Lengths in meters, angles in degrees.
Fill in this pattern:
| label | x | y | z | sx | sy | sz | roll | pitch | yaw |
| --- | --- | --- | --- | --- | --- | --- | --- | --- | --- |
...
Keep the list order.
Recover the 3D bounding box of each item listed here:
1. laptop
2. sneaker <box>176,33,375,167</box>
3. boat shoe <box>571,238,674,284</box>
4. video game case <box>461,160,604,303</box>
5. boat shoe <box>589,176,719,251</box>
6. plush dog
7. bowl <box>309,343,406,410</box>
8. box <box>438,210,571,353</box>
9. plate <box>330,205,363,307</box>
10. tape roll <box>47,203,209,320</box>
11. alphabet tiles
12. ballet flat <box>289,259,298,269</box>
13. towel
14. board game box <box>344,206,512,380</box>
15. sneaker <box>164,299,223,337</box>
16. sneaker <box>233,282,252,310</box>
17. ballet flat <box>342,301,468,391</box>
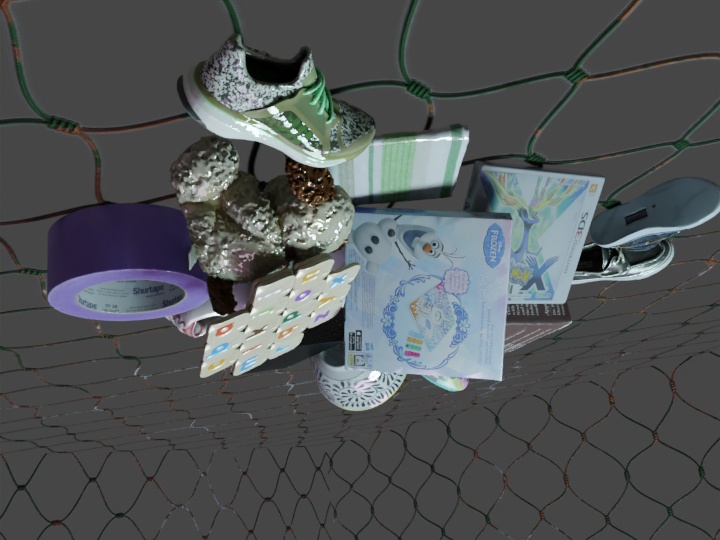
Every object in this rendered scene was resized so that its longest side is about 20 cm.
| label | x | y | z | sx | sy | sz | roll | pitch | yaw |
| --- | --- | --- | --- | --- | --- | --- | --- | --- | --- |
| laptop | -0.101 | 0.091 | 1.199 | 0.103 | 0.202 | 0.176 | 37 | 140 | -24 |
| sneaker | -0.054 | -0.150 | 0.635 | 0.198 | 0.078 | 0.088 | 5 | 149 | -40 |
| boat shoe | 0.415 | -0.018 | 1.204 | 0.197 | 0.072 | 0.064 | -13 | 162 | 19 |
| video game case | 0.210 | -0.043 | 0.937 | 0.197 | 0.185 | 0.022 | 1 | -157 | -26 |
| boat shoe | 0.440 | -0.079 | 1.054 | 0.090 | 0.072 | 0.199 | 6 | 163 | -39 |
| plush dog | -0.089 | -0.049 | 0.776 | 0.169 | 0.163 | 0.200 | -15 | 160 | 2 |
| bowl | -0.019 | 0.136 | 1.269 | 0.198 | 0.204 | 0.094 | -15 | 157 | 21 |
| box | 0.171 | 0.024 | 1.071 | 0.197 | 0.168 | 0.164 | 2 | 159 | -26 |
| plate | 0.000 | 0.000 | 0.978 | 0.198 | 0.033 | 0.200 | 21 | 140 | -12 |
| tape roll | -0.291 | -0.005 | 0.923 | 0.197 | 0.086 | 0.200 | -7 | 161 | -2 |
| alphabet tiles | -0.092 | 0.052 | 0.817 | 0.194 | 0.015 | 0.201 | -24 | 157 | -30 |
| ballet flat | -0.105 | 0.013 | 0.902 | 0.072 | 0.203 | 0.073 | 13 | -164 | -4 |
| towel | 0.016 | -0.119 | 0.825 | 0.197 | 0.031 | 0.150 | -5 | 159 | -3 |
| board game box | 0.080 | 0.028 | 0.888 | 0.196 | 0.203 | 0.043 | 4 | -165 | 8 |
| sneaker | -0.280 | 0.048 | 1.050 | 0.197 | 0.106 | 0.075 | -9 | 163 | 4 |
| sneaker | -0.133 | 0.034 | 0.988 | 0.080 | 0.071 | 0.200 | 31 | -179 | 20 |
| ballet flat | 0.069 | 0.083 | 0.958 | 0.072 | 0.199 | 0.069 | -57 | 178 | 32 |
